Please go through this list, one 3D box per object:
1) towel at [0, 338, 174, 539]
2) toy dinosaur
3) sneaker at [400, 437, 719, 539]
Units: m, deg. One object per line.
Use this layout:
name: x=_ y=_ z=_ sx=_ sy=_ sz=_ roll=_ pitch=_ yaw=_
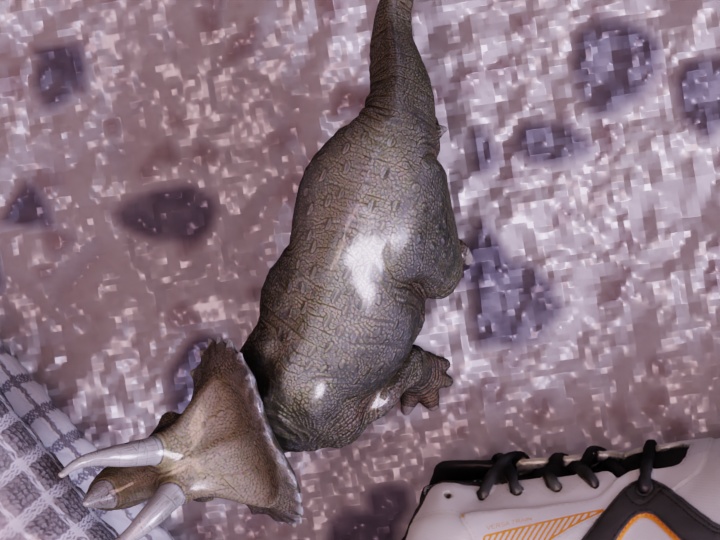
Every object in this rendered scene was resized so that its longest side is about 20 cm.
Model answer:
towel: x=-0.148 y=0.131 z=0.831 sx=0.200 sy=0.086 sz=0.166 roll=-43 pitch=86 yaw=10
toy dinosaur: x=0.000 y=0.000 z=0.789 sx=0.077 sy=0.102 sz=0.201 roll=32 pitch=99 yaw=5
sneaker: x=0.062 y=0.081 z=0.801 sx=0.199 sy=0.074 sz=0.080 roll=-31 pitch=87 yaw=9
